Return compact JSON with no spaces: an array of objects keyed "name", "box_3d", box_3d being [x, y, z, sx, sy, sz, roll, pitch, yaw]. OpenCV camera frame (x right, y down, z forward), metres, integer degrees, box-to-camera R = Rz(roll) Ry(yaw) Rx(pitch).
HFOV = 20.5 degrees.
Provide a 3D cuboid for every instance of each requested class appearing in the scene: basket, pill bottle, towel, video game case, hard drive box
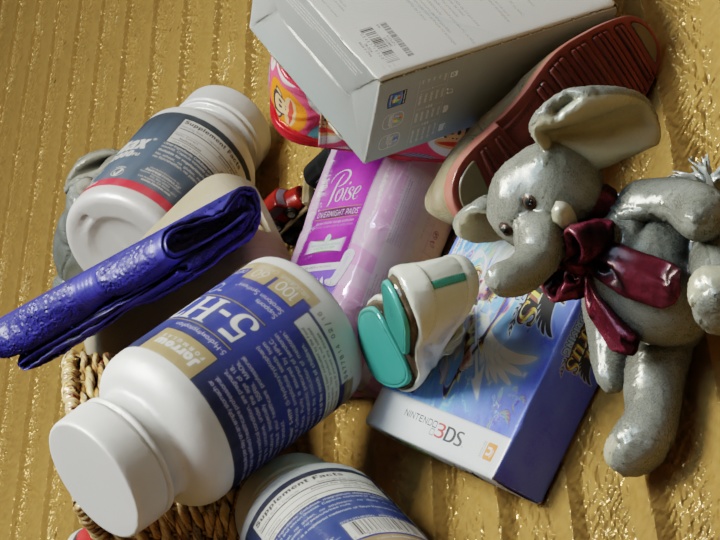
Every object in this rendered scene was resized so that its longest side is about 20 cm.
[{"name":"basket","box_3d":[-0.150,0.165,1.473,0.200,0.148,0.143,-109,24,-56]},{"name":"pill bottle","box_3d":[-0.015,0.192,1.293,0.111,0.111,0.200,-59,26,4]},{"name":"pill bottle","box_3d":[-0.106,0.088,1.346,0.200,0.120,0.119,-36,12,-33]},{"name":"pill bottle","box_3d":[-0.162,-0.074,1.761,0.119,0.120,0.200,-33,15,43]},{"name":"towel","box_3d":[-0.176,0.009,1.525,0.199,0.050,0.148,-26,4,32]},{"name":"video game case","box_3d":[0.100,0.038,1.316,0.181,0.045,0.201,16,78,62]},{"name":"hard drive box","box_3d":[0.049,-0.175,1.369,0.156,0.199,0.077,52,149,33]}]

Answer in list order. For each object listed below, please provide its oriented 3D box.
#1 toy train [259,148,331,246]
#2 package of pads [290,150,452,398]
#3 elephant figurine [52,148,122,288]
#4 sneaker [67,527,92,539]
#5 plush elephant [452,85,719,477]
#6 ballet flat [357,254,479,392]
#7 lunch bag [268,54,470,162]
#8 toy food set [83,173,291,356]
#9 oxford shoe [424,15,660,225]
[{"name":"toy train","box_3d":[-0.062,-0.047,1.682,0.200,0.046,0.034,-42,32,34]},{"name":"package of pads","box_3d":[0.000,0.000,1.495,0.120,0.075,0.201,-3,62,55]},{"name":"elephant figurine","box_3d":[-0.213,-0.072,1.914,0.200,0.154,0.142,-76,-15,-48]},{"name":"sneaker","box_3d":[-0.181,0.267,1.577,0.085,0.077,0.200,-42,37,12]},{"name":"plush elephant","box_3d":[0.136,-0.015,1.155,0.165,0.154,0.201,113,174,-48]},{"name":"ballet flat","box_3d":[0.042,0.033,1.282,0.200,0.069,0.070,112,180,-75]},{"name":"lunch bag","box_3d":[0.034,-0.167,1.463,0.082,0.199,0.177,99,176,-51]},{"name":"toy food set","box_3d":[-0.144,0.026,1.605,0.200,0.060,0.144,-43,34,11]},{"name":"oxford shoe","box_3d":[0.118,-0.104,1.340,0.200,0.071,0.075,-39,16,-19]}]
